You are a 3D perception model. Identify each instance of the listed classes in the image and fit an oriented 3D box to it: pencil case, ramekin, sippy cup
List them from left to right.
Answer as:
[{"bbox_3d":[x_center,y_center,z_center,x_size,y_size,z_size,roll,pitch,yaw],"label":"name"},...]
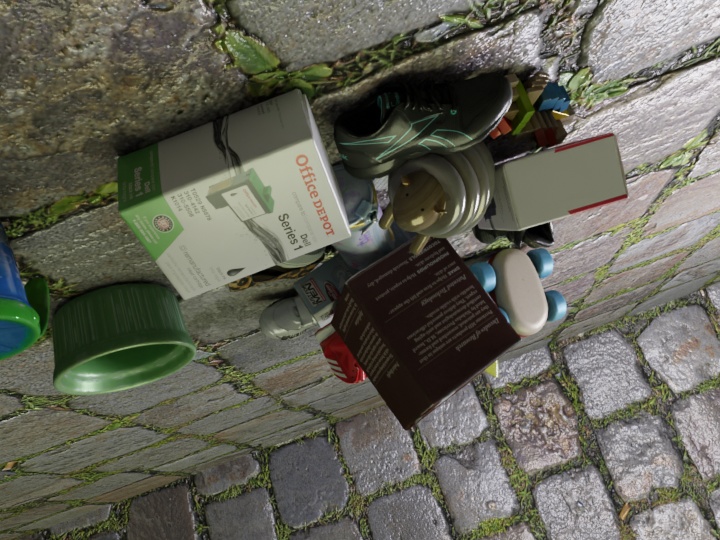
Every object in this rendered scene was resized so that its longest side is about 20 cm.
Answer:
[{"bbox_3d":[-0.390,0.012,0.657,0.137,0.132,0.178,-13,160,-15],"label":"sippy cup"},{"bbox_3d":[-0.346,0.098,0.987,0.197,0.099,0.200,-18,161,-6],"label":"ramekin"},{"bbox_3d":[-0.005,-0.064,0.900,0.089,0.084,0.200,15,167,13],"label":"pencil case"}]

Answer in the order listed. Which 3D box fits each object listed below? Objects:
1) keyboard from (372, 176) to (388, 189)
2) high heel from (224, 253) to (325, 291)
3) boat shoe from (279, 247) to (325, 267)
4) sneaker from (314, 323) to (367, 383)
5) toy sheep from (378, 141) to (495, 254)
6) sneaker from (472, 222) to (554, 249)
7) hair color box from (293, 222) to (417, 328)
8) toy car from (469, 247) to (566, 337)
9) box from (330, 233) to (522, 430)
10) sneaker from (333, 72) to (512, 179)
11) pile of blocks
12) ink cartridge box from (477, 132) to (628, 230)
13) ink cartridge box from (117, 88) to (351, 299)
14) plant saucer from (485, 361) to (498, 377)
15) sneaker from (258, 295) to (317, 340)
[{"bbox_3d":[0.072,-0.155,0.844,0.056,0.011,0.200,-7,157,-33],"label":"keyboard"},{"bbox_3d":[-0.119,-0.019,0.926,0.140,0.073,0.200,-15,174,-4],"label":"high heel"},{"bbox_3d":[-0.096,-0.047,0.858,0.071,0.071,0.200,-5,168,34],"label":"boat shoe"},{"bbox_3d":[0.010,0.121,1.164,0.078,0.117,0.199,-14,164,-42],"label":"sneaker"},{"bbox_3d":[0.096,-0.102,0.809,0.137,0.138,0.200,-37,-174,42],"label":"toy sheep"},{"bbox_3d":[0.245,-0.068,1.100,0.075,0.116,0.200,-10,161,-21],"label":"sneaker"},{"bbox_3d":[0.000,0.000,1.039,0.199,0.061,0.099,-35,165,-6],"label":"hair color box"},{"bbox_3d":[0.290,0.059,1.432,0.182,0.180,0.200,-13,173,-25],"label":"toy car"},{"bbox_3d":[0.083,0.083,0.962,0.163,0.201,0.166,-31,166,-21],"label":"box"},{"bbox_3d":[0.064,-0.161,0.715,0.197,0.076,0.079,-23,144,9],"label":"sneaker"},{"bbox_3d":[0.211,-0.184,0.813,0.198,0.063,0.082,-6,157,-41],"label":"pile of blocks"},{"bbox_3d":[0.234,-0.112,0.895,0.142,0.086,0.200,-16,-175,-3],"label":"ink cartridge box"},{"bbox_3d":[-0.123,-0.074,0.696,0.197,0.085,0.147,-20,139,3],"label":"ink cartridge box"},{"bbox_3d":[0.180,0.110,1.358,0.198,0.200,0.048,32,101,-21],"label":"plant saucer"},{"bbox_3d":[-0.076,0.056,1.183,0.198,0.076,0.115,-12,160,-36],"label":"sneaker"}]
